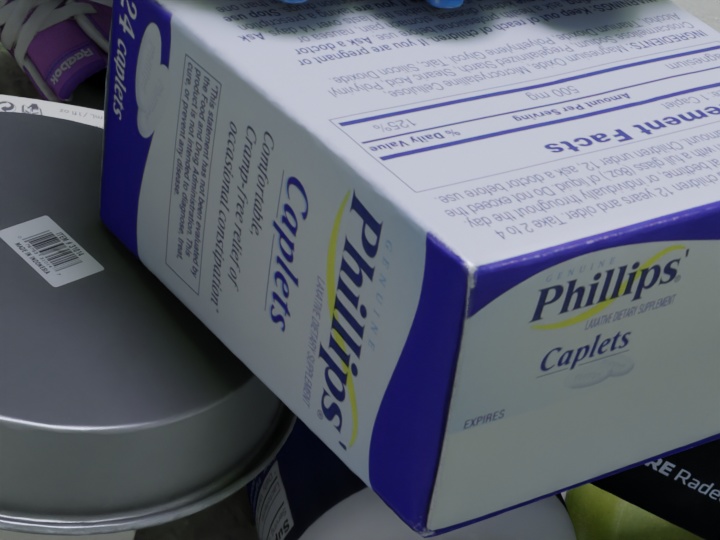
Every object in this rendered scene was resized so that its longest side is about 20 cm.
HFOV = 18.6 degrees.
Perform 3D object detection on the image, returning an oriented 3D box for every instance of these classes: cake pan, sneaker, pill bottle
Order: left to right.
[{"bbox_3d":[-0.159,-0.138,1.008,0.200,0.073,0.114,39,12,-46],"label":"sneaker"},{"bbox_3d":[-0.113,0.009,0.771,0.200,0.037,0.200,12,36,-9],"label":"cake pan"},{"bbox_3d":[0.017,0.089,0.842,0.116,0.116,0.200,6,38,-22],"label":"pill bottle"}]

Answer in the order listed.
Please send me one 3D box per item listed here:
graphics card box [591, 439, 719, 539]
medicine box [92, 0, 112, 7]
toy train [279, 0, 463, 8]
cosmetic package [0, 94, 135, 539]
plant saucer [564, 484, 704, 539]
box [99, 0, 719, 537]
[{"bbox_3d":[0.135,0.047,0.846,0.200,0.051,0.125,28,31,-9],"label":"graphics card box"},{"bbox_3d":[-0.064,-0.213,0.959,0.182,0.103,0.200,17,67,-4],"label":"medicine box"},{"bbox_3d":[0.020,-0.141,0.745,0.200,0.087,0.114,-4,24,-17],"label":"toy train"},{"bbox_3d":[-0.125,0.031,0.854,0.071,0.105,0.200,8,36,-15],"label":"cosmetic package"},{"bbox_3d":[0.186,0.105,0.921,0.200,0.031,0.200,-9,41,8],"label":"plant saucer"},{"bbox_3d":[0.040,-0.027,0.741,0.184,0.105,0.200,-15,39,-33],"label":"box"}]
